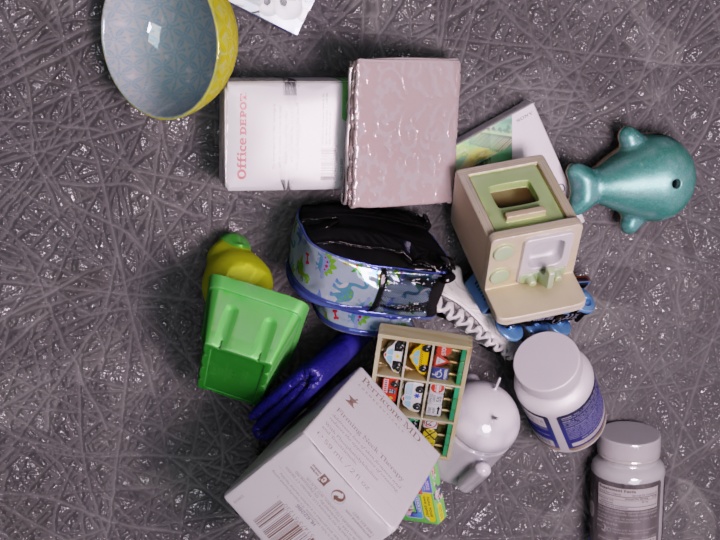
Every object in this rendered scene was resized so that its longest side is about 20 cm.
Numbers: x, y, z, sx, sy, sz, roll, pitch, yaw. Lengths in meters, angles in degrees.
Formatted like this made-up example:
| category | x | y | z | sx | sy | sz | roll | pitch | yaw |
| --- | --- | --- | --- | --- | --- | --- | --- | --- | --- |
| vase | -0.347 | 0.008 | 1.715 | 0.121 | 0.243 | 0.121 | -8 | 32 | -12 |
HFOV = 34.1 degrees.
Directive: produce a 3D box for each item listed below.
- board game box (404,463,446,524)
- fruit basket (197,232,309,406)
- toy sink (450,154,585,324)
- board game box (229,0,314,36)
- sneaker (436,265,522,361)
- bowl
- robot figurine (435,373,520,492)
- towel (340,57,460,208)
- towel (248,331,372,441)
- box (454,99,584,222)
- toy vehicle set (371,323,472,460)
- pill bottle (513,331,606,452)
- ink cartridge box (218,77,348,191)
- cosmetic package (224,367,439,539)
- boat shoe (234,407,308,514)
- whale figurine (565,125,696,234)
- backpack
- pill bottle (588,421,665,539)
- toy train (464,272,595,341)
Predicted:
| category | x | y | z | sx | sy | sz | roll | pitch | yaw |
| --- | --- | --- | --- | --- | --- | --- | --- | --- | --- |
| board game box | 0.046 | 0.268 | 1.707 | 0.029 | 0.135 | 0.200 | -32 | 117 | -51 |
| fruit basket | -0.151 | 0.053 | 1.577 | 0.155 | 0.216 | 0.216 | 18 | 99 | -2 |
| toy sink | 0.215 | -0.046 | 1.574 | 0.130 | 0.200 | 0.112 | -11 | 141 | -10 |
| board game box | -0.130 | -0.438 | 1.519 | 0.199 | 0.043 | 0.200 | 24 | 98 | -19 |
| sneaker | 0.180 | 0.065 | 1.715 | 0.200 | 0.075 | 0.081 | 36 | 84 | -20 |
| bowl | -0.221 | -0.296 | 1.488 | 0.108 | 0.200 | 0.200 | -21 | 115 | -54 |
| robot figurine | 0.158 | 0.234 | 1.699 | 0.113 | 0.170 | 0.200 | 9 | 141 | -19 |
| towel | 0.057 | -0.185 | 1.571 | 0.191 | 0.032 | 0.200 | -7 | 106 | -39 |
| towel | -0.068 | 0.143 | 1.595 | 0.050 | 0.200 | 0.148 | 43 | 115 | 5 |
| box | 0.221 | -0.124 | 1.691 | 0.144 | 0.036 | 0.200 | -29 | 107 | -5 |
| toy vehicle set | 0.075 | 0.166 | 1.586 | 0.124 | 0.027 | 0.200 | 7 | 123 | 1 |
| pill bottle | 0.286 | 0.175 | 1.697 | 0.116 | 0.116 | 0.200 | -35 | 144 | -3 |
| ink cartridge box | -0.088 | -0.185 | 1.572 | 0.200 | 0.084 | 0.146 | -1 | 105 | -14 |
| cosmetic package | -0.033 | 0.265 | 1.513 | 0.167 | 0.200 | 0.166 | 48 | 118 | -1 |
| boat shoe | -0.126 | 0.280 | 1.683 | 0.057 | 0.069 | 0.200 | 17 | 110 | -11 |
| whale figurine | 0.393 | -0.127 | 1.688 | 0.200 | 0.104 | 0.159 | -9 | 106 | -22 |
| backpack | 0.000 | 0.000 | 1.590 | 0.200 | 0.183 | 0.147 | 9 | 115 | -18 |
| pill bottle | 0.412 | 0.343 | 1.818 | 0.114 | 0.114 | 0.200 | -4 | 105 | -13 |
| toy train | 0.249 | 0.033 | 1.681 | 0.200 | 0.114 | 0.087 | -3 | 145 | -40 |
